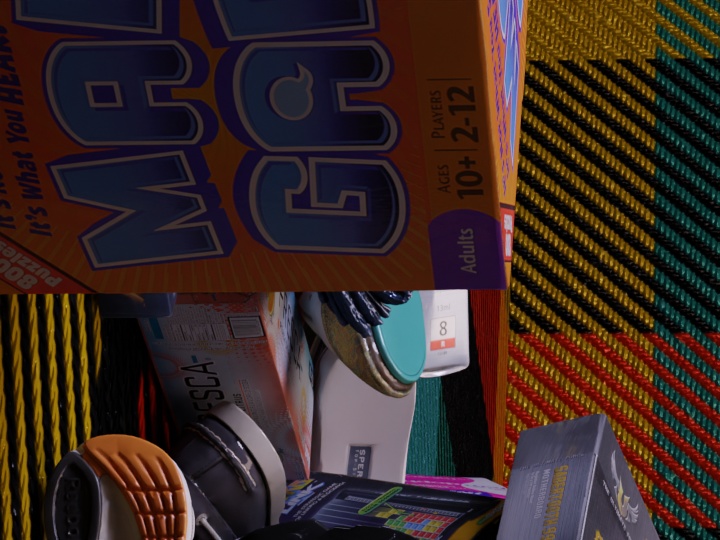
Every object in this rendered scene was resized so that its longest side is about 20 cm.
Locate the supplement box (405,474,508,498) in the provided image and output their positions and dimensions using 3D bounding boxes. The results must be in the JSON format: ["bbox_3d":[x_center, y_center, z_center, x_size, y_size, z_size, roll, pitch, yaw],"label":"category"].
[{"bbox_3d":[0.042,0.182,1.791,0.200,0.101,0.104,-172,-93,-83],"label":"supplement box"}]

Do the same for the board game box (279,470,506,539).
[{"bbox_3d":[0.041,0.207,1.485,0.057,0.165,0.201,-37,115,-36],"label":"board game box"}]

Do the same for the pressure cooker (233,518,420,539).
[{"bbox_3d":[-0.013,0.244,1.381,0.176,0.178,0.201,-83,169,-53],"label":"pressure cooker"}]

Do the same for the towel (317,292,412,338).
[{"bbox_3d":[-0.025,-0.053,1.387,0.200,0.048,0.112,-117,-171,-67],"label":"towel"}]

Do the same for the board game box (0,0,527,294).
[{"bbox_3d":[-0.044,-0.131,1.059,0.200,0.199,0.200,82,10,-46],"label":"board game box"}]

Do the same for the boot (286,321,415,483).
[{"bbox_3d":[-0.013,0.116,1.582,0.090,0.072,0.201,-123,-136,-68],"label":"boot"}]

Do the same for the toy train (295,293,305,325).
[{"bbox_3d":[-0.046,-0.002,1.597,0.116,0.084,0.201,-37,135,-61],"label":"toy train"}]

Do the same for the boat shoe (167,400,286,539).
[{"bbox_3d":[-0.076,0.144,1.456,0.063,0.073,0.200,-36,151,-24],"label":"boat shoe"}]

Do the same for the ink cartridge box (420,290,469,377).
[{"bbox_3d":[-0.001,-0.047,1.678,0.162,0.050,0.201,11,-71,56],"label":"ink cartridge box"}]

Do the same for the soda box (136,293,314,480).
[{"bbox_3d":[-0.066,0.034,1.432,0.200,0.063,0.069,79,12,-60],"label":"soda box"}]

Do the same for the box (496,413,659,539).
[{"bbox_3d":[0.122,0.197,1.400,0.159,0.048,0.201,-71,143,-53],"label":"box"}]

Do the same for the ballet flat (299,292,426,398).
[{"bbox_3d":[0.000,0.000,1.479,0.200,0.070,0.071,-85,171,-48],"label":"ballet flat"}]

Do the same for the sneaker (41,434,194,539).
[{"bbox_3d":[-0.094,0.174,1.177,0.092,0.075,0.201,82,10,-72],"label":"sneaker"}]

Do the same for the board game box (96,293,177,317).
[{"bbox_3d":[-0.095,-0.091,1.317,0.200,0.034,0.136,-81,169,-53],"label":"board game box"}]
